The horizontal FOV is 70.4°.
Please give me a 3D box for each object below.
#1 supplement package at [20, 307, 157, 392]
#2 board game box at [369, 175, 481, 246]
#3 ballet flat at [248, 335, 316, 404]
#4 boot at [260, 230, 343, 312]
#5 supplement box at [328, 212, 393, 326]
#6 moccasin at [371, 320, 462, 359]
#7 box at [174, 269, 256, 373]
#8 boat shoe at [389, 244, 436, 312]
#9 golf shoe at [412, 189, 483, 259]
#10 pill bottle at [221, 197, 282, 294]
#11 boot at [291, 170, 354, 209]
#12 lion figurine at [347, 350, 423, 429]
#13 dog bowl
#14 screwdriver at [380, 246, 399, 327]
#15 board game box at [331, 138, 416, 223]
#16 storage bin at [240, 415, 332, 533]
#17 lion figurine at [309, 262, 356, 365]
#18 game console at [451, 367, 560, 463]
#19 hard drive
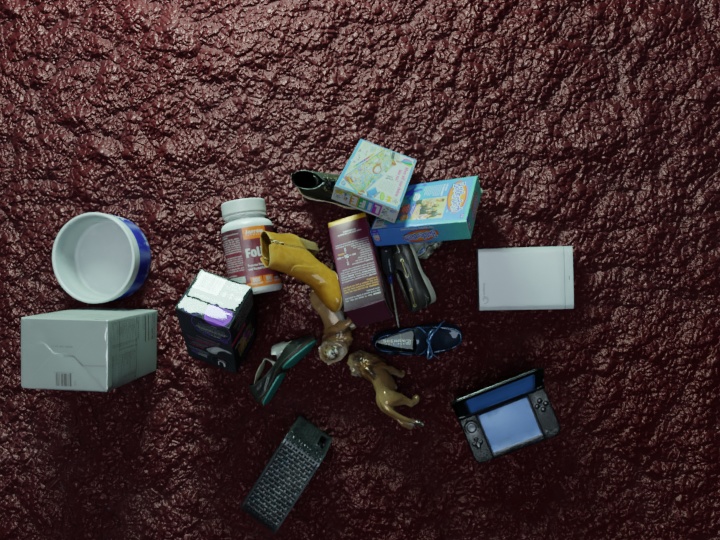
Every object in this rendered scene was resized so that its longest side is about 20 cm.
[{"bbox_3d":[-0.578,0.165,1.111,0.189,0.200,0.149,2,92,7],"label":"supplement package"},{"bbox_3d":[0.134,-0.120,1.031,0.198,0.153,0.045,-3,131,27],"label":"board game box"},{"bbox_3d":[-0.183,0.207,1.140,0.068,0.068,0.200,41,95,16],"label":"ballet flat"},{"bbox_3d":[-0.128,0.003,1.052,0.071,0.143,0.202,-51,52,30],"label":"boot"},{"bbox_3d":[0.000,0.000,1.058,0.085,0.111,0.202,-15,65,6],"label":"supplement box"},{"bbox_3d":[0.123,0.159,1.103,0.197,0.068,0.082,-11,90,6],"label":"moccasin"},{"bbox_3d":[-0.297,0.111,1.074,0.121,0.201,0.107,19,52,5],"label":"box"},{"bbox_3d":[0.091,-0.009,1.096,0.060,0.072,0.203,-28,90,-16],"label":"boat shoe"},{"bbox_3d":[0.172,-0.120,1.093,0.200,0.078,0.097,-44,80,4],"label":"golf shoe"},{"bbox_3d":[-0.240,-0.049,1.114,0.113,0.114,0.203,-9,91,6],"label":"pill bottle"},{"bbox_3d":[-0.044,-0.174,1.080,0.197,0.138,0.079,0,91,5],"label":"boot"},{"bbox_3d":[0.050,0.244,1.065,0.122,0.200,0.073,27,101,-30],"label":"lion figurine"},{"bbox_3d":[-0.590,-0.029,1.169,0.197,0.079,0.203,0,91,5],"label":"dog bowl"},{"bbox_3d":[0.065,0.042,1.088,0.028,0.029,0.202,19,126,43],"label":"screwdriver"},{"bbox_3d":[0.033,-0.189,1.049,0.133,0.201,0.034,21,133,1],"label":"board game box"},{"bbox_3d":[-0.157,0.434,1.103,0.093,0.135,0.201,32,94,4],"label":"storage bin"},{"bbox_3d":[-0.066,0.097,1.129,0.122,0.072,0.202,-29,74,18],"label":"lion figurine"},{"bbox_3d":[0.306,0.306,1.063,0.198,0.116,0.178,-22,88,6],"label":"game console"},{"bbox_3d":[0.352,0.017,1.098,0.197,0.027,0.134,-2,91,6],"label":"hard drive"}]
